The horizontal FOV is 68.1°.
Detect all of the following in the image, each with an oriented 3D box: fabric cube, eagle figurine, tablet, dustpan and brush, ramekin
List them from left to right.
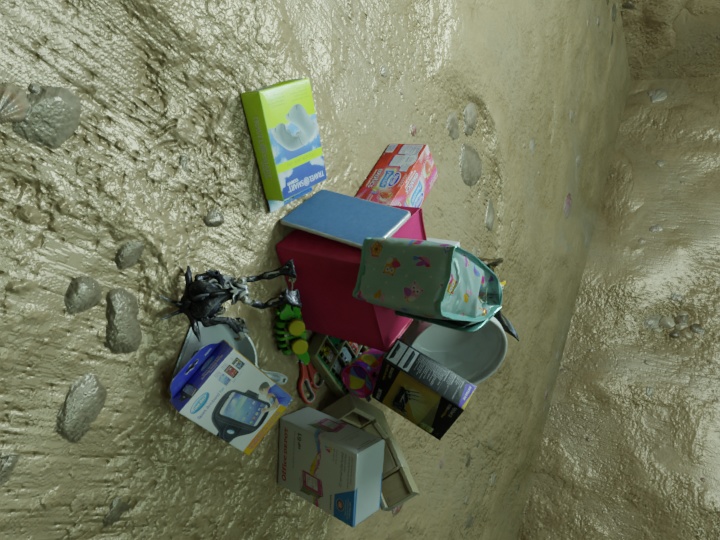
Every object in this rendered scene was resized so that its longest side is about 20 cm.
[{"bbox_3d":[-0.200,0.160,0.876,0.200,0.057,0.140,31,73,-53],"label":"dustpan and brush"},{"bbox_3d":[-0.027,-0.091,0.931,0.130,0.200,0.014,-44,141,-39],"label":"tablet"},{"bbox_3d":[0.000,0.000,0.995,0.200,0.199,0.197,-43,130,-40],"label":"fabric cube"},{"bbox_3d":[0.180,0.134,1.064,0.105,0.200,0.200,-102,175,-56],"label":"ramekin"},{"bbox_3d":[0.267,0.064,1.155,0.152,0.151,0.200,-106,-169,-71],"label":"eagle figurine"}]

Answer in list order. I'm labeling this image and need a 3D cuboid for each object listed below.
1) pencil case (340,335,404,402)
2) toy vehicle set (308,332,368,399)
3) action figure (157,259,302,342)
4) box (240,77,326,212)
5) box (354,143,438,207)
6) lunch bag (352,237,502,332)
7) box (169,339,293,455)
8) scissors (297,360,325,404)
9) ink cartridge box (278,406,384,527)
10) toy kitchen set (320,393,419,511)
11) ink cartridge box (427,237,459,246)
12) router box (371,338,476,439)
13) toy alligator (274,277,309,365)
[{"bbox_3d":[0.042,0.200,1.149,0.200,0.088,0.089,-32,124,-55],"label":"pencil case"},{"bbox_3d":[-0.039,0.182,1.126,0.124,0.026,0.200,-62,142,-31],"label":"toy vehicle set"},{"bbox_3d":[-0.192,0.045,0.805,0.102,0.200,0.119,94,-16,-67],"label":"action figure"},{"bbox_3d":[-0.122,-0.210,0.901,0.122,0.048,0.200,-37,126,-44],"label":"box"},{"bbox_3d":[0.075,-0.171,1.141,0.200,0.100,0.096,-59,140,-27],"label":"box"},{"bbox_3d":[0.114,0.023,0.841,0.200,0.170,0.122,18,84,-52],"label":"lunch bag"},{"bbox_3d":[-0.201,0.198,0.833,0.119,0.041,0.200,-51,137,-15],"label":"box"},{"bbox_3d":[-0.113,0.178,1.042,0.073,0.014,0.200,-47,135,-36],"label":"scissors"},{"bbox_3d":[-0.061,0.363,1.007,0.085,0.200,0.145,-8,105,-49],"label":"ink cartridge box"},{"bbox_3d":[-0.014,0.405,1.122,0.163,0.200,0.180,-34,143,8],"label":"toy kitchen set"},{"bbox_3d":[0.143,0.041,1.252,0.147,0.144,0.200,-35,126,-46],"label":"ink cartridge box"},{"bbox_3d":[0.108,0.222,0.972,0.052,0.157,0.200,-53,165,-29],"label":"router box"},{"bbox_3d":[-0.131,0.087,0.964,0.054,0.059,0.200,-11,114,-10],"label":"toy alligator"}]
